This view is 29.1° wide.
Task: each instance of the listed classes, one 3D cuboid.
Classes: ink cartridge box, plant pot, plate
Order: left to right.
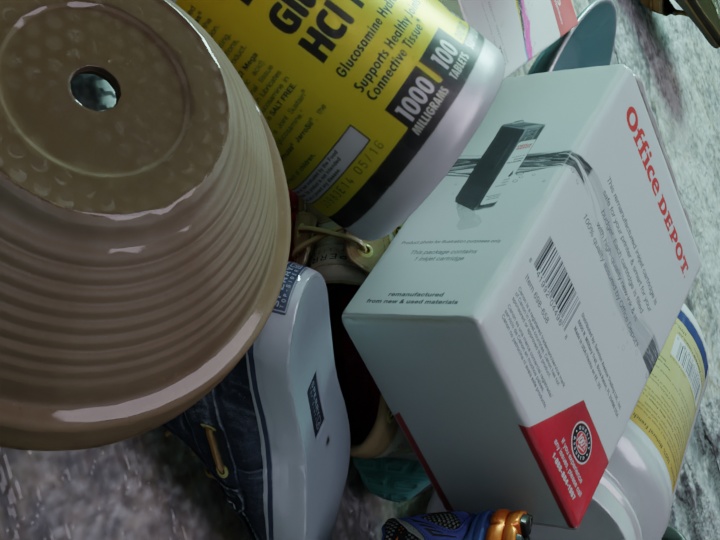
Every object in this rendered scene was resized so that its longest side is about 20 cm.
[{"bbox_3d":[-0.107,-0.044,0.502,0.200,0.093,0.202,12,62,-24],"label":"plant pot"},{"bbox_3d":[0.039,-0.140,0.823,0.200,0.116,0.068,-41,114,-55],"label":"ink cartridge box"},{"bbox_3d":[0.094,0.009,0.724,0.200,0.083,0.145,-54,130,-36],"label":"ink cartridge box"},{"bbox_3d":[0.128,-0.096,0.965,0.200,0.025,0.201,-56,160,-33],"label":"plate"}]

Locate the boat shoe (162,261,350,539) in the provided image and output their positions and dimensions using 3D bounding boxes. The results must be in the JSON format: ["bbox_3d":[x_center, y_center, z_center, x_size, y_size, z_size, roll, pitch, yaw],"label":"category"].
[{"bbox_3d":[-0.059,0.068,0.651,0.071,0.090,0.201,-64,158,-45],"label":"boat shoe"}]

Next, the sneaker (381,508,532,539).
[{"bbox_3d":[0.041,0.162,0.721,0.200,0.078,0.076,92,9,-61],"label":"sneaker"}]

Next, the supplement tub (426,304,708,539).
[{"bbox_3d":[0.129,0.102,0.854,0.145,0.144,0.200,63,35,-22],"label":"supplement tub"}]

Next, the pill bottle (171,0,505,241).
[{"bbox_3d":[-0.042,-0.113,0.640,0.200,0.112,0.113,35,44,-10],"label":"pill bottle"}]

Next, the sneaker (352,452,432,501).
[{"bbox_3d":[0.047,0.044,0.817,0.091,0.077,0.201,68,36,-65],"label":"sneaker"}]

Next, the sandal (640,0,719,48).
[{"bbox_3d":[0.282,-0.280,1.323,0.200,0.055,0.082,30,47,-32],"label":"sandal"}]

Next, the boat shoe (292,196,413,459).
[{"bbox_3d":[0.000,0.000,0.722,0.066,0.074,0.201,-8,87,-61],"label":"boat shoe"}]

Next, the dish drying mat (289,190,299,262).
[{"bbox_3d":[-0.035,-0.003,0.753,0.200,0.018,0.077,-41,115,-55],"label":"dish drying mat"}]

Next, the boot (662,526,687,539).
[{"bbox_3d":[0.254,0.309,1.048,0.154,0.073,0.204,36,50,-50],"label":"boot"}]
